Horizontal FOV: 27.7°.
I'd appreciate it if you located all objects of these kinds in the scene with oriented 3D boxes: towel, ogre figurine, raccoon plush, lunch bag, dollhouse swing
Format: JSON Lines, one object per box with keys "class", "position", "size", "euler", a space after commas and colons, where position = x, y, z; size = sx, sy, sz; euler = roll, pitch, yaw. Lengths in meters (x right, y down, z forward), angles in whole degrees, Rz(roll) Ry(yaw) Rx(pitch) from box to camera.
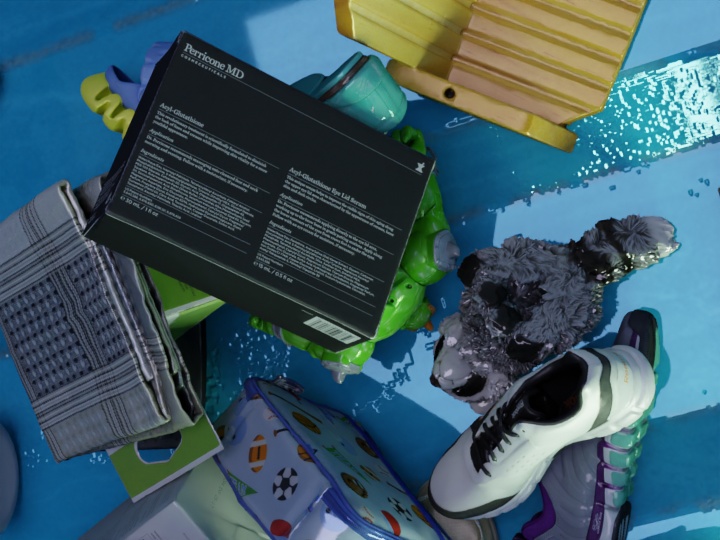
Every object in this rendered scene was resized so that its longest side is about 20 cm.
{"class": "towel", "position": [-0.208, 0.041, 1.067], "size": [0.200, 0.034, 0.193], "euler": [-21, 88, 46]}
{"class": "ogre figurine", "position": [0.000, 0.000, 1.115], "size": [0.200, 0.098, 0.120], "euler": [-36, 54, 3]}
{"class": "raccoon plush", "position": [0.144, 0.042, 1.108], "size": [0.199, 0.134, 0.097], "euler": [-11, 62, -15]}
{"class": "lunch bag", "position": [-0.018, 0.163, 1.080], "size": [0.076, 0.160, 0.200], "euler": [-52, 42, 11]}
{"class": "dollhouse swing", "position": [0.105, -0.213, 1.055], "size": [0.181, 0.176, 0.201], "euler": [23, 95, 14]}

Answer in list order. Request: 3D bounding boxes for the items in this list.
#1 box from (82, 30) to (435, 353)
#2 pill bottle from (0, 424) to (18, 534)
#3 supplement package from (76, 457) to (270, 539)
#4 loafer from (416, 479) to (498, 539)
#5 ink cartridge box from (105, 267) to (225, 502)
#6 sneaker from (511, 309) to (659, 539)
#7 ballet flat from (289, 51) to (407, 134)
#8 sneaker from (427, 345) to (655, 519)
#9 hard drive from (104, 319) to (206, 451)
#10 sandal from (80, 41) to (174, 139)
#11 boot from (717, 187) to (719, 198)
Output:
{"class": "box", "position": [-0.067, -0.050, 0.999], "size": [0.199, 0.079, 0.142], "euler": [26, 71, -16]}
{"class": "pill bottle", "position": [-0.400, 0.178, 1.231], "size": [0.199, 0.106, 0.107], "euler": [-3, 89, 16]}
{"class": "supplement package", "position": [-0.152, 0.260, 1.123], "size": [0.200, 0.152, 0.151], "euler": [-39, 97, 12]}
{"class": "loafer", "position": [0.067, 0.261, 1.121], "size": [0.075, 0.068, 0.201], "euler": [-2, 90, 15]}
{"class": "ink cartridge box", "position": [-0.158, 0.055, 1.103], "size": [0.148, 0.076, 0.201], "euler": [-34, 81, 46]}
{"class": "sneaker", "position": [0.166, 0.123, 1.093], "size": [0.087, 0.074, 0.201], "euler": [12, 94, 20]}
{"class": "ballet flat", "position": [-0.021, -0.113, 1.100], "size": [0.067, 0.200, 0.070], "euler": [-47, 104, -16]}
{"class": "sneaker", "position": [0.114, 0.113, 1.053], "size": [0.200, 0.080, 0.074], "euler": [-42, 56, 27]}
{"class": "hard drive", "position": [-0.189, 0.046, 1.204], "size": [0.134, 0.042, 0.201], "euler": [-4, 89, 15]}
{"class": "sandal", "position": [-0.134, -0.111, 1.173], "size": [0.200, 0.079, 0.087], "euler": [44, 97, 10]}
{"class": "boot", "position": [0.360, 0.014, 1.045], "size": [0.175, 0.066, 0.201], "euler": [-18, 85, 27]}
